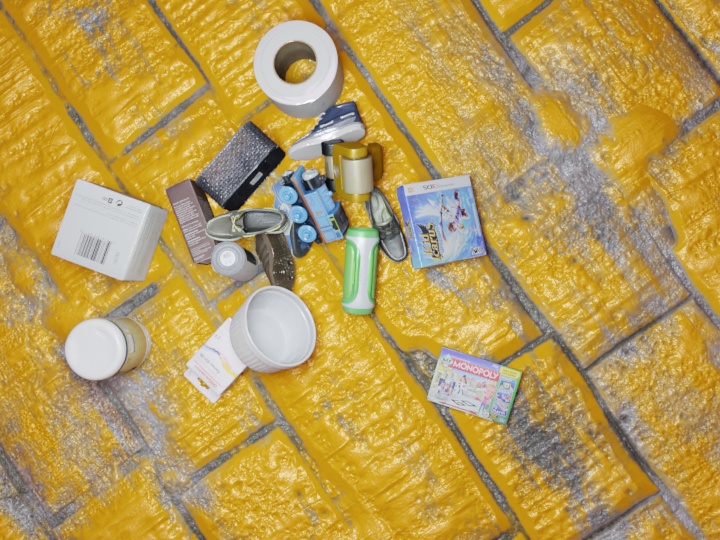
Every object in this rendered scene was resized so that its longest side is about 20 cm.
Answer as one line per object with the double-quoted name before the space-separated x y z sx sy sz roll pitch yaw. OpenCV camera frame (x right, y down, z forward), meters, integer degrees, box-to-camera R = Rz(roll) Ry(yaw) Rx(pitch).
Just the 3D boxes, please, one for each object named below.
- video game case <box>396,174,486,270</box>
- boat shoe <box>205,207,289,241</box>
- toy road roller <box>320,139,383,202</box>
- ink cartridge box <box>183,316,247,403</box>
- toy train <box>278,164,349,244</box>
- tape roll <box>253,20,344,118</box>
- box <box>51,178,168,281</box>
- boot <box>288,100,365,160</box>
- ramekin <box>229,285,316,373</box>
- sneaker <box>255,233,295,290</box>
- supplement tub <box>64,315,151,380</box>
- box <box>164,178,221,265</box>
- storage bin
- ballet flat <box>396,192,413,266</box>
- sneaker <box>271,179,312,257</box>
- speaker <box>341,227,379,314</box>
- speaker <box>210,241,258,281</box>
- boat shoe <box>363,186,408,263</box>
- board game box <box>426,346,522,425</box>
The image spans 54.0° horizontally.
"video game case" 0.193 -0.116 1.674 0.181 0.045 0.201 -12 87 -21
"boat shoe" -0.271 -0.113 1.665 0.201 0.060 0.072 -6 82 0
"toy road roller" 0.001 -0.246 1.664 0.146 0.200 0.123 -13 113 -22
"ink cartridge box" -0.342 0.225 1.741 0.116 0.067 0.200 42 92 4
"toy train" -0.109 -0.154 1.655 0.114 0.087 0.200 -14 118 21
"tape roll" -0.145 -0.481 1.706 0.202 0.139 0.203 0 88 6
"box" -0.614 -0.096 1.744 0.198 0.131 0.201 20 90 6
"boot" -0.090 -0.344 1.741 0.199 0.073 0.091 -18 68 6
"ramekin" -0.214 0.148 1.672 0.105 0.200 0.201 -32 85 43
"sneaker" -0.217 -0.035 1.743 0.070 0.075 0.201 -12 92 -38
"supplement tub" -0.599 0.183 1.700 0.144 0.200 0.145 0 88 6
"box" -0.401 -0.117 1.740 0.075 0.100 0.201 -21 86 4
"storage bin" -0.288 -0.248 1.714 0.094 0.135 0.200 43 93 5
"ballet flat" 0.142 -0.109 1.709 0.075 0.068 0.201 -11 84 -4
"sneaker" -0.169 -0.130 1.742 0.077 0.076 0.201 -2 98 42
"speaker" 0.000 0.000 1.693 0.088 0.088 0.201 5 100 5
"speaker" -0.296 -0.019 1.678 0.081 0.200 0.082 0 85 1
"boat shoe" 0.057 -0.112 1.713 0.072 0.066 0.201 -23 87 2
"board game box" 0.273 0.276 1.702 0.199 0.029 0.135 17 91 6
